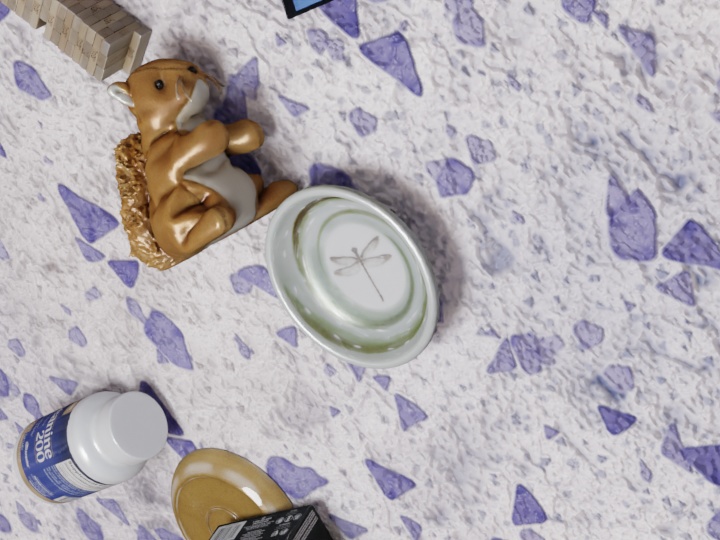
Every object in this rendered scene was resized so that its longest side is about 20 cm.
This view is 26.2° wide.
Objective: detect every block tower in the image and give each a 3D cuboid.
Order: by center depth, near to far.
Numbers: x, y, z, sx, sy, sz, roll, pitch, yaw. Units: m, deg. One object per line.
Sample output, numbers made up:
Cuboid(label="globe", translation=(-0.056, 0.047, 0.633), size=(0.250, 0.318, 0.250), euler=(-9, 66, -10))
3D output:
Cuboid(label="block tower", translation=(-0.310, -0.274, 1.577), size=(0.200, 0.058, 0.054), euler=(37, 134, 11))

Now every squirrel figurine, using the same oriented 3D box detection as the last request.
Cuboid(label="squirrel figurine", translation=(-0.191, -0.108, 1.540), size=(0.200, 0.142, 0.187), euler=(-28, 92, 41))

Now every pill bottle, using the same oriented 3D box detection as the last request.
Cuboid(label="pill bottle", translation=(-0.321, 0.208, 1.852), size=(0.200, 0.111, 0.111), euler=(-25, 101, 43))

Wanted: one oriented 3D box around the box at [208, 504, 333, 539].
Cuboid(label="box", translation=(-0.086, 0.391, 1.756), size=(0.149, 0.124, 0.200), euler=(-18, 111, 33))

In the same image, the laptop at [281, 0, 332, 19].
Cuboid(label="laptop", translation=(0.024, -0.306, 1.247), size=(0.200, 0.103, 0.177), euler=(4, 128, 30))

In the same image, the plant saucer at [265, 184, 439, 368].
Cuboid(label="plant saucer", translation=(0.000, 0.000, 1.520), size=(0.200, 0.050, 0.200), euler=(19, 127, 28))

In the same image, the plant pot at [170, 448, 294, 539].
Cuboid(label="plant pot", translation=(-0.153, 0.304, 1.845), size=(0.200, 0.027, 0.200), euler=(19, 127, 28))
